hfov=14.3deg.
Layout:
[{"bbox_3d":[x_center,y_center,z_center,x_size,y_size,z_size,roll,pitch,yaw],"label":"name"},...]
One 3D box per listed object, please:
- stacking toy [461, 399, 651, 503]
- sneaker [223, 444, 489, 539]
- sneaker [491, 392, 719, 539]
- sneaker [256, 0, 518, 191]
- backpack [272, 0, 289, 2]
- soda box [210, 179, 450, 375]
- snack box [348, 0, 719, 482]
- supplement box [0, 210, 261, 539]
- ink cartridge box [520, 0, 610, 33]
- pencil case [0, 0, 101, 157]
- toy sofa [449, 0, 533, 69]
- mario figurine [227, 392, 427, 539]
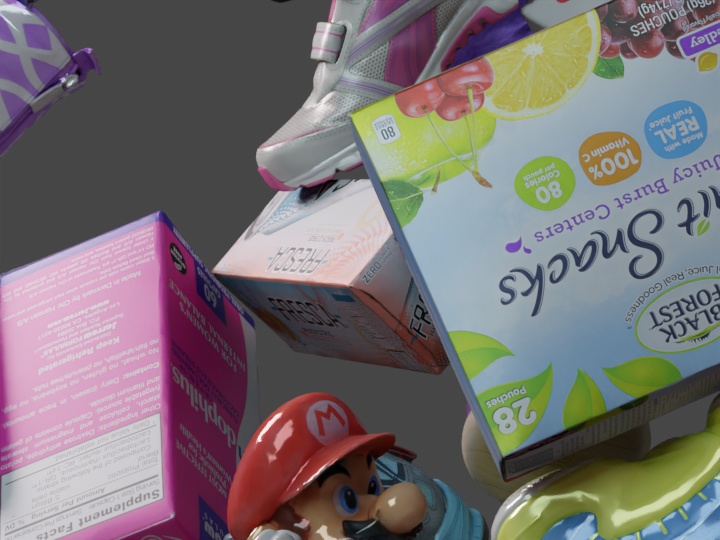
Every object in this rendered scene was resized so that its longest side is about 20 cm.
[{"bbox_3d":[0.089,0.017,1.355,0.085,0.085,0.200,-21,38,19],"label":"stacking toy"},{"bbox_3d":[-0.036,0.160,1.283,0.200,0.096,0.079,-50,11,-20],"label":"sneaker"},{"bbox_3d":[0.159,0.113,1.233,0.200,0.076,0.105,-26,61,12],"label":"sneaker"},{"bbox_3d":[0.010,-0.126,1.429,0.200,0.088,0.081,-50,14,-10],"label":"sneaker"},{"bbox_3d":[-0.031,-0.260,1.582,0.154,0.200,0.163,21,67,43],"label":"backpack"},{"bbox_3d":[0.000,0.000,1.376,0.068,0.064,0.200,-50,18,-13],"label":"soda box"},{"bbox_3d":[0.119,-0.026,1.241,0.200,0.068,0.169,-23,76,-1],"label":"snack box"},{"bbox_3d":[-0.113,0.086,1.408,0.103,0.101,0.200,-21,45,17],"label":"supplement box"},{"bbox_3d":[0.196,-0.116,1.382,0.145,0.088,0.200,-45,40,-5],"label":"ink cartridge box"},{"bbox_3d":[-0.239,-0.070,1.654,0.085,0.084,0.200,36,79,24],"label":"pencil case"},{"bbox_3d":[0.084,-0.165,1.506,0.200,0.083,0.098,-33,41,6],"label":"toy sofa"},{"bbox_3d":[0.014,0.144,1.197,0.106,0.123,0.200,-21,88,-1],"label":"mario figurine"}]
